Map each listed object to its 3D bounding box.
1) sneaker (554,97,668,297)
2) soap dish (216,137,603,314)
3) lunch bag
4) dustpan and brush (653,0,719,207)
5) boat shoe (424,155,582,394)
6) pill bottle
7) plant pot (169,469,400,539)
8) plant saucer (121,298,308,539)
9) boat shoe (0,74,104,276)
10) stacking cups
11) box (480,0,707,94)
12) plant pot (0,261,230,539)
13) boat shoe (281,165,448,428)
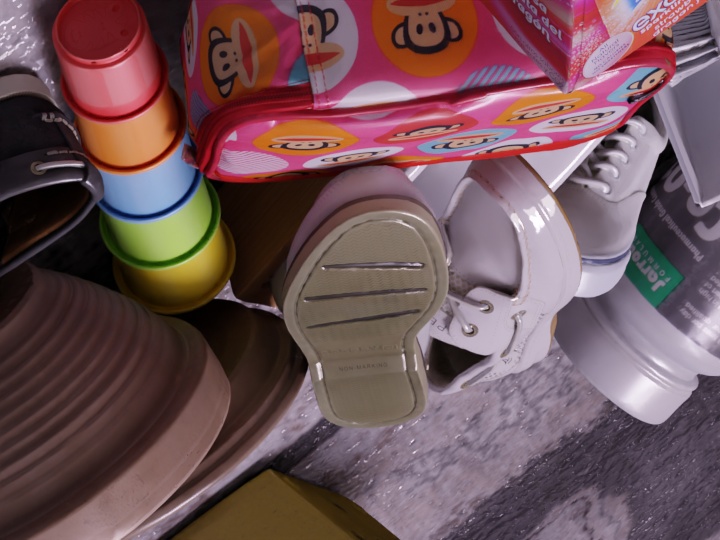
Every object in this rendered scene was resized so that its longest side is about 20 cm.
[{"bbox_3d":[0.120,-0.052,1.480,0.200,0.073,0.071,-65,173,-63],"label":"sneaker"},{"bbox_3d":[0.031,-0.062,1.371,0.200,0.081,0.157,-48,155,17],"label":"soap dish"},{"bbox_3d":[0.022,-0.088,1.178,0.199,0.083,0.176,-8,173,-9],"label":"lunch bag"},{"bbox_3d":[0.177,-0.132,1.439,0.057,0.140,0.200,-18,-162,13],"label":"dustpan and brush"},{"bbox_3d":[0.057,0.009,1.345,0.069,0.071,0.200,-34,157,-16],"label":"boat shoe"},{"bbox_3d":[0.214,-0.010,1.682,0.200,0.113,0.113,-48,154,16],"label":"pill bottle"},{"bbox_3d":[-0.033,0.235,1.668,0.177,0.200,0.200,-54,154,2],"label":"plant pot"},{"bbox_3d":[-0.117,0.072,1.315,0.200,0.200,0.030,-34,112,-14],"label":"plant saucer"},{"bbox_3d":[-0.196,0.004,1.178,0.200,0.068,0.072,-39,156,3],"label":"boat shoe"},{"bbox_3d":[-0.102,-0.051,1.235,0.060,0.061,0.200,-35,152,-10],"label":"stacking cups"},{"bbox_3d":[0.057,-0.181,1.062,0.099,0.200,0.096,-33,156,-15],"label":"box"},{"bbox_3d":[-0.166,0.061,1.234,0.200,0.201,0.093,-34,113,-12],"label":"plant pot"},{"bbox_3d":[0.000,0.000,1.252,0.074,0.069,0.200,-2,153,-4],"label":"boat shoe"}]
